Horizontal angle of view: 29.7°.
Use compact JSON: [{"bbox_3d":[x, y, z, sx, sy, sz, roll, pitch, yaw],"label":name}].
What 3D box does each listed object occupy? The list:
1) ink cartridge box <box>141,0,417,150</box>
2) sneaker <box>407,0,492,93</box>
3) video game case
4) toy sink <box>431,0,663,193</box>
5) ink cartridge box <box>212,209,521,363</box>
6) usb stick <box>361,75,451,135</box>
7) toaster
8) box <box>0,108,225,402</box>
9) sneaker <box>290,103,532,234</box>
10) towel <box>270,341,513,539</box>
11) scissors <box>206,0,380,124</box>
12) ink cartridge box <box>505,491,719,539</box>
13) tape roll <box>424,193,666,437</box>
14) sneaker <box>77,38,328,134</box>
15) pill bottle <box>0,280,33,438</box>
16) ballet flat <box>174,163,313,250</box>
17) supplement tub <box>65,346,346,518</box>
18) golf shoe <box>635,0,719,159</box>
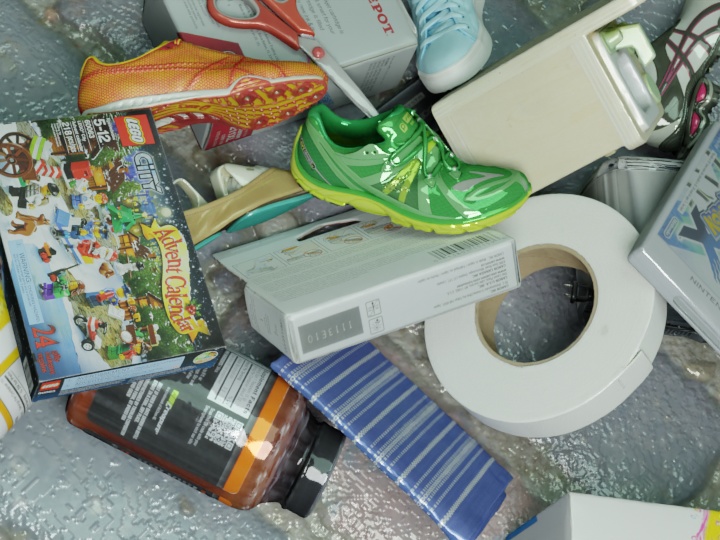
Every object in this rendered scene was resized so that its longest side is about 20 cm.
[{"bbox_3d":[-0.071,-0.210,1.186,0.198,0.083,0.147,-20,73,-21],"label":"ink cartridge box"},{"bbox_3d":[0.067,-0.234,1.203,0.082,0.073,0.201,48,25,-29],"label":"sneaker"},{"bbox_3d":[0.315,-0.005,1.095,0.182,0.022,0.200,45,47,-5],"label":"video game case"},{"bbox_3d":[0.181,-0.147,1.131,0.113,0.199,0.130,59,26,-7],"label":"toy sink"},{"bbox_3d":[0.000,0.000,1.088,0.198,0.173,0.044,-18,111,-20],"label":"ink cartridge box"},{"bbox_3d":[0.037,-0.129,1.208,0.200,0.033,0.056,-40,89,-26],"label":"usb stick"},{"bbox_3d":[0.261,-0.018,1.173,0.198,0.114,0.130,5,62,-11],"label":"toaster"},{"bbox_3d":[-0.191,-0.016,0.971,0.135,0.038,0.202,-10,68,-27],"label":"box"},{"bbox_3d":[0.039,-0.085,1.083,0.198,0.084,0.074,12,32,9],"label":"sneaker"},{"bbox_3d":[0.028,0.124,1.051,0.200,0.024,0.145,43,21,7],"label":"towel"},{"bbox_3d":[-0.040,-0.193,1.132,0.199,0.014,0.073,34,63,3],"label":"scissors"},{"bbox_3d":[0.223,0.263,1.015,0.198,0.147,0.146,9,64,-11],"label":"ink cartridge box"},{"bbox_3d":[0.147,0.034,1.093,0.201,0.037,0.205,-15,57,24],"label":"tape roll"},{"bbox_3d":[-0.123,-0.152,1.066,0.198,0.073,0.078,-4,66,-13],"label":"sneaker"},{"bbox_3d":[-0.271,0.050,1.003,0.109,0.109,0.200,38,62,4],"label":"pill bottle"},{"bbox_3d":[-0.118,-0.053,1.099,0.199,0.068,0.063,-29,91,-34],"label":"ballet flat"},{"bbox_3d":[-0.113,0.110,1.020,0.199,0.107,0.108,28,62,-2],"label":"supplement tub"},{"bbox_3d":[0.301,-0.205,1.288,0.087,0.077,0.202,17,63,1],"label":"golf shoe"}]
